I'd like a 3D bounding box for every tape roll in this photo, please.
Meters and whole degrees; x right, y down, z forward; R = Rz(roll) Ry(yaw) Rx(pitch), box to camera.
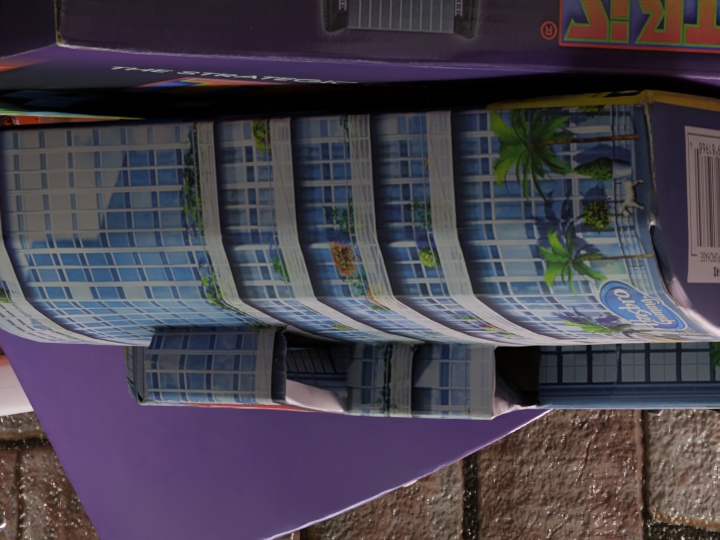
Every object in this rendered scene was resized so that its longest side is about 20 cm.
[{"bbox_3d":[0.000,0.000,0.837,0.200,0.085,0.200,-25,-172,4],"label":"tape roll"}]

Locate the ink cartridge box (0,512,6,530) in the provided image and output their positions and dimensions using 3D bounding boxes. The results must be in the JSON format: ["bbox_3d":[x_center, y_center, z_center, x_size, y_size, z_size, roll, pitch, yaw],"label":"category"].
[{"bbox_3d":[-0.203,0.087,0.721,0.196,0.043,0.200,-14,170,-24],"label":"ink cartridge box"}]

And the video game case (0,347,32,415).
[{"bbox_3d":[-0.100,0.027,1.131,0.182,0.023,0.200,-7,-175,-25],"label":"video game case"}]

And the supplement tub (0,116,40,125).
[{"bbox_3d":[-0.205,-0.021,0.954,0.200,0.123,0.122,1,179,-41],"label":"supplement tub"}]

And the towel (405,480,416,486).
[{"bbox_3d":[0.045,0.004,1.180,0.032,0.200,0.191,43,168,-9],"label":"towel"}]

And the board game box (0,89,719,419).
[{"bbox_3d":[0.007,0.000,0.640,0.200,0.062,0.200,-2,179,28],"label":"board game box"}]

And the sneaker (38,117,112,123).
[{"bbox_3d":[-0.090,-0.019,1.102,0.200,0.066,0.091,14,152,14],"label":"sneaker"}]

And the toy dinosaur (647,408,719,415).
[{"bbox_3d":[0.158,-0.009,1.041,0.102,0.136,0.200,13,167,-10],"label":"toy dinosaur"}]

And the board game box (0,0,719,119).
[{"bbox_3d":[0.006,-0.059,0.590,0.200,0.057,0.165,1,180,-24],"label":"board game box"}]
